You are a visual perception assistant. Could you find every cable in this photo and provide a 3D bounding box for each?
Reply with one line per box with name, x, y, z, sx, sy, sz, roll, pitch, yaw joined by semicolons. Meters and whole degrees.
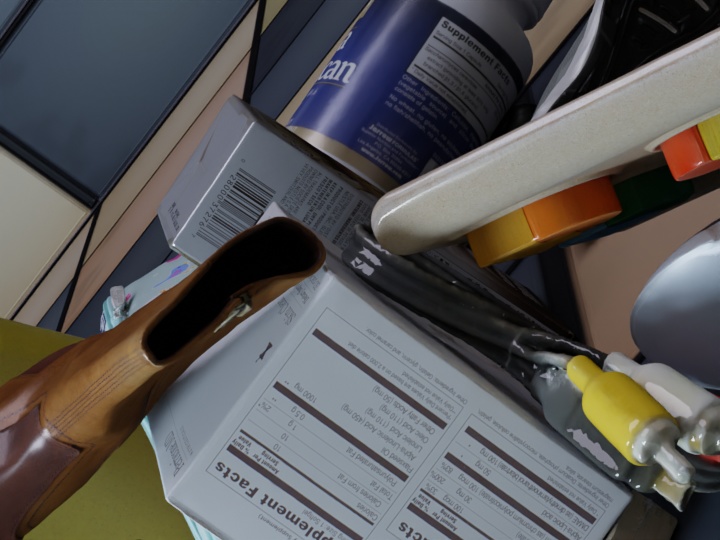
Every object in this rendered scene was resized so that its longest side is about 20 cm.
cable;0.083;0.029;0.850;0.200;0.097;0.050;41;113;34

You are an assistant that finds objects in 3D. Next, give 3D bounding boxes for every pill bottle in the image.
pill bottle;0.039;-0.119;1.358;0.200;0.111;0.111;-56;13;-13

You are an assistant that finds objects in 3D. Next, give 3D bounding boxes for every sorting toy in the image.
sorting toy;0.126;-0.046;0.868;0.185;0.037;0.200;-25;-11;31

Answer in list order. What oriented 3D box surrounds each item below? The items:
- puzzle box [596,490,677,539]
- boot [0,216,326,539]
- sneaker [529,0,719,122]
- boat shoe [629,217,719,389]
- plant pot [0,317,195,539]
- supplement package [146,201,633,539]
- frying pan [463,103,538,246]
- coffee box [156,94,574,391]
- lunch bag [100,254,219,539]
puzzle box;0.048;0.170;0.916;0.200;0.025;0.133;-33;24;58
boot;-0.119;0.069;0.838;0.188;0.069;0.200;-32;1;-41
sneaker;0.143;-0.114;1.195;0.201;0.074;0.079;-55;8;-3
boat shoe;0.186;-0.023;0.814;0.199;0.074;0.068;-41;12;38
plant pot;-0.180;0.173;1.306;0.177;0.199;0.201;-102;33;-55
supplement package;0.001;0.071;0.930;0.111;0.156;0.200;-54;13;2
frying pan;0.093;-0.064;1.345;0.115;0.031;0.190;-58;10;-11
coffee box;0.000;0.000;1.123;0.080;0.200;0.113;-56;14;4
lunch bag;-0.070;0.090;1.145;0.077;0.201;0.160;-26;15;-1
